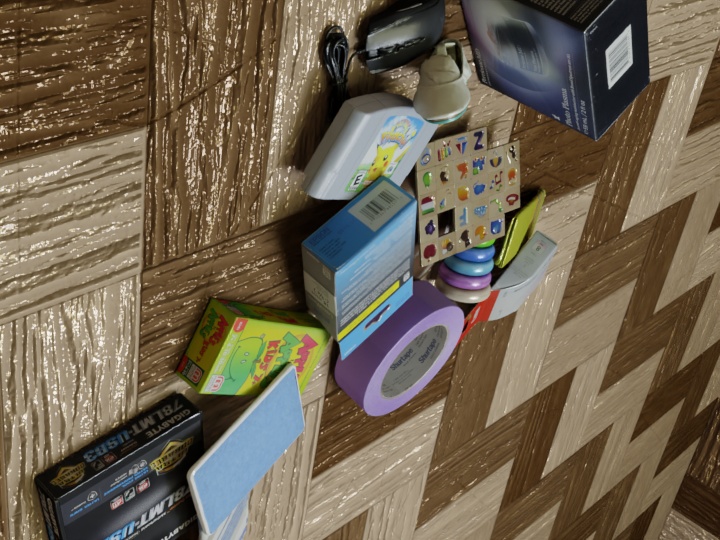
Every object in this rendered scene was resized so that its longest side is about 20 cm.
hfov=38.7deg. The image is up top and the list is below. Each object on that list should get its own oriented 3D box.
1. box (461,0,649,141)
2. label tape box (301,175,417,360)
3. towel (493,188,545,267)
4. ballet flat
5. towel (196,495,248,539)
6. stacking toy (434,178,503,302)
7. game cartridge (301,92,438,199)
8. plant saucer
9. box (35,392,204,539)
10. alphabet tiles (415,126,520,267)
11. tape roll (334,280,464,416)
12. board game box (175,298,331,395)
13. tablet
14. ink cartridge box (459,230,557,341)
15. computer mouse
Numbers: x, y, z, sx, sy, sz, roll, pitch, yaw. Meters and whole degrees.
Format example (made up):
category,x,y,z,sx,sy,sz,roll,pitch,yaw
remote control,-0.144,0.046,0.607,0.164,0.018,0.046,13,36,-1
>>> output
category,x,y,z,sx,sy,sz,roll,pitch,yaw
box,0.241,-0.297,1.273,0.123,0.198,0.200,-46,146,-14
label tape box,0.000,0.000,1.272,0.144,0.063,0.200,-41,154,-24
towel,0.250,-0.069,1.597,0.200,0.018,0.086,-36,143,-63
ballet flat,0.095,-0.230,1.207,0.200,0.069,0.070,-69,174,-63
towel,-0.182,0.323,1.340,0.147,0.024,0.201,-65,164,-50
stacking toy,0.167,-0.057,1.499,0.085,0.085,0.201,-18,126,-46
game cartridge,0.018,-0.146,1.215,0.200,0.040,0.134,-8,131,-60
plant saucer,0.066,-0.045,1.411,0.200,0.032,0.201,-34,141,-34
box,-0.272,0.270,1.205,0.200,0.050,0.199,-30,138,-36
alphabet tiles,0.151,-0.111,1.411,0.199,0.008,0.168,-20,116,-36
tape roll,0.057,0.112,1.473,0.200,0.066,0.200,-35,150,-24
board game box,-0.125,0.099,1.257,0.200,0.048,0.102,14,106,-57
tablet,-0.136,0.218,1.257,0.200,0.014,0.130,-46,145,-35
ink cartridge box,0.233,0.046,1.658,0.200,0.057,0.163,-53,168,-16
computer mouse,0.040,-0.241,1.190,0.200,0.046,0.141,-34,141,-33
